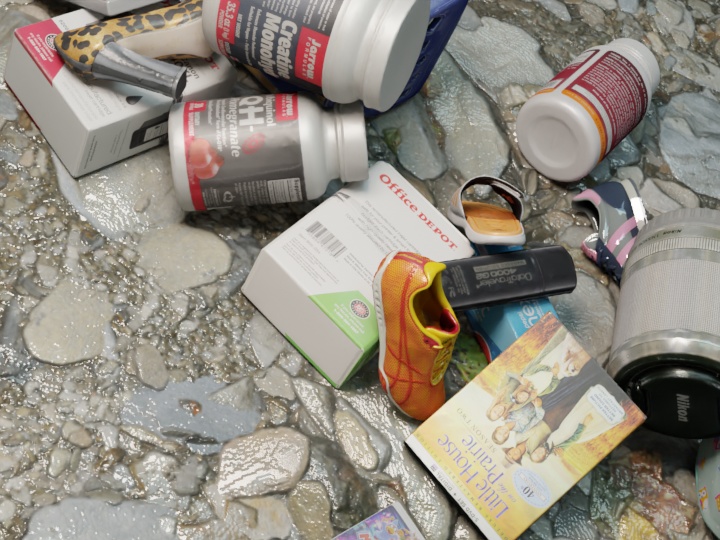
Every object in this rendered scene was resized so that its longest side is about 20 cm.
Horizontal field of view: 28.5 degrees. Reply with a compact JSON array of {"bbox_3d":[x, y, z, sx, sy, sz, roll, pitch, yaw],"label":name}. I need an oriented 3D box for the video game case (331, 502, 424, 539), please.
[{"bbox_3d":[-0.001,0.310,1.269,0.198,0.018,0.144,-24,68,-35],"label":"video game case"}]

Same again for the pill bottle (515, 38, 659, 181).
[{"bbox_3d":[0.281,-0.201,1.713,0.113,0.113,0.200,42,51,9],"label":"pill bottle"}]

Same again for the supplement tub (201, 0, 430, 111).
[{"bbox_3d":[-0.044,-0.251,1.402,0.198,0.141,0.141,23,48,12],"label":"supplement tub"}]

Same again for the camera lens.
[{"bbox_3d":[0.341,0.058,1.456,0.158,0.160,0.202,23,53,-7],"label":"camera lens"}]

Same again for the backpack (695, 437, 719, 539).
[{"bbox_3d":[0.456,0.217,1.472,0.197,0.154,0.178,16,56,-3],"label":"backpack"}]

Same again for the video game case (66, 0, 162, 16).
[{"bbox_3d":[-0.269,-0.319,1.539,0.142,0.018,0.199,-25,34,-35],"label":"video game case"}]

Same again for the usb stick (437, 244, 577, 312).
[{"bbox_3d":[0.143,0.009,1.456,0.198,0.033,0.056,-8,73,-35],"label":"usb stick"}]

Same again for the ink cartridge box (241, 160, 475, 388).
[{"bbox_3d":[0.000,0.000,1.459,0.145,0.084,0.200,44,51,9],"label":"ink cartridge box"}]

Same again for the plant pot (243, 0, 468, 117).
[{"bbox_3d":[-0.025,-0.280,1.582,0.200,0.201,0.179,45,56,11],"label":"plant pot"}]

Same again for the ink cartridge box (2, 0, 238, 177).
[{"bbox_3d":[-0.250,-0.205,1.494,0.199,0.084,0.146,-27,70,-36],"label":"ink cartridge box"}]

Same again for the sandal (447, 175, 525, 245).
[{"bbox_3d":[0.143,-0.070,1.518,0.078,0.060,0.207,3,11,-5],"label":"sandal"}]

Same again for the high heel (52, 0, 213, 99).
[{"bbox_3d":[-0.219,-0.257,1.454,0.141,0.072,0.201,17,42,6],"label":"high heel"}]

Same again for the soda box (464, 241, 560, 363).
[{"bbox_3d":[0.168,0.065,1.499,0.063,0.068,0.202,-9,61,-29],"label":"soda box"}]

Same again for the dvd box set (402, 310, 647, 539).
[{"bbox_3d":[0.161,0.158,1.395,0.199,0.029,0.147,-39,76,-10],"label":"dvd box set"}]

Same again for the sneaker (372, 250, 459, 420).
[{"bbox_3d":[0.060,0.074,1.369,0.076,0.202,0.073,18,48,32],"label":"sneaker"}]

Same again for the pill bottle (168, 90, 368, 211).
[{"bbox_3d":[-0.092,-0.124,1.449,0.197,0.111,0.112,-6,56,0],"label":"pill bottle"}]

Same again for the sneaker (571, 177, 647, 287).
[{"bbox_3d":[0.297,-0.009,1.626,0.081,0.070,0.202,-9,60,-3],"label":"sneaker"}]
